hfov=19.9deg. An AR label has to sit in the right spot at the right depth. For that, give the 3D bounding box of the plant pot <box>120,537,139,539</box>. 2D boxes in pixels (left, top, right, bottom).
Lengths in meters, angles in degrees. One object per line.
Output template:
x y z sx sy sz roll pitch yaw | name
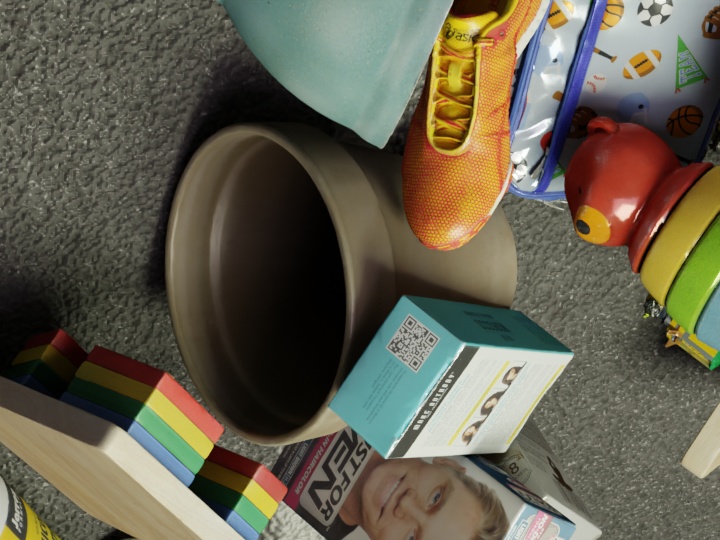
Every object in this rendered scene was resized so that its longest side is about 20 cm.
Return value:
-0.125 0.318 1.509 0.200 0.201 0.183 -40 142 12 | plant pot

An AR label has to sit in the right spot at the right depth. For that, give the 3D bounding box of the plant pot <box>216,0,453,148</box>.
-0.010 -0.187 1.153 0.133 0.201 0.201 23 119 -4 | plant pot

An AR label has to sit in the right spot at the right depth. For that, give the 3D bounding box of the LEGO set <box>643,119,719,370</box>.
0.251 -0.043 1.393 0.154 0.116 0.201 -31 152 -47 | LEGO set

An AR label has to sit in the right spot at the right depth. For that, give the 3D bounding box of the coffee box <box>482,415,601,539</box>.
0.063 0.129 1.406 0.114 0.200 0.080 -42 137 12 | coffee box

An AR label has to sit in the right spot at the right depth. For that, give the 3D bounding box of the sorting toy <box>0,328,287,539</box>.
-0.154 0.110 1.328 0.070 0.198 0.200 -57 135 -17 | sorting toy

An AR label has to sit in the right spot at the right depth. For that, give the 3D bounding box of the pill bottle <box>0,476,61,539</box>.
-0.267 0.195 1.388 0.112 0.112 0.200 -30 132 4 | pill bottle

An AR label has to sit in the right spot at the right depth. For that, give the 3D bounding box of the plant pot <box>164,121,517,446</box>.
0.000 0.000 1.307 0.173 0.200 0.201 -8 131 -37 | plant pot

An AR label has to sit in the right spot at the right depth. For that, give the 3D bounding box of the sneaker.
0.058 -0.112 1.212 0.073 0.201 0.077 6 168 25 | sneaker

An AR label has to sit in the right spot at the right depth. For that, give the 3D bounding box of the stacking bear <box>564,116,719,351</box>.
0.212 -0.016 1.272 0.114 0.200 0.122 -45 163 -24 | stacking bear

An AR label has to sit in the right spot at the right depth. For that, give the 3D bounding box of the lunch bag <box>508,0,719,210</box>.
0.158 -0.132 1.326 0.159 0.076 0.201 1 125 -20 | lunch bag

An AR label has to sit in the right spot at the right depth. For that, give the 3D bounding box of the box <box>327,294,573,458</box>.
0.059 0.066 1.243 0.083 0.049 0.200 -56 158 10 | box

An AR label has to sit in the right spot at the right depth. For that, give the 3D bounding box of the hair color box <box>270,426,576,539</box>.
0.034 0.150 1.318 0.060 0.200 0.100 28 94 -45 | hair color box

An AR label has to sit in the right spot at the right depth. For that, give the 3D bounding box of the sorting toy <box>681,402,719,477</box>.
0.342 0.058 1.477 0.198 0.069 0.201 -22 146 -56 | sorting toy
